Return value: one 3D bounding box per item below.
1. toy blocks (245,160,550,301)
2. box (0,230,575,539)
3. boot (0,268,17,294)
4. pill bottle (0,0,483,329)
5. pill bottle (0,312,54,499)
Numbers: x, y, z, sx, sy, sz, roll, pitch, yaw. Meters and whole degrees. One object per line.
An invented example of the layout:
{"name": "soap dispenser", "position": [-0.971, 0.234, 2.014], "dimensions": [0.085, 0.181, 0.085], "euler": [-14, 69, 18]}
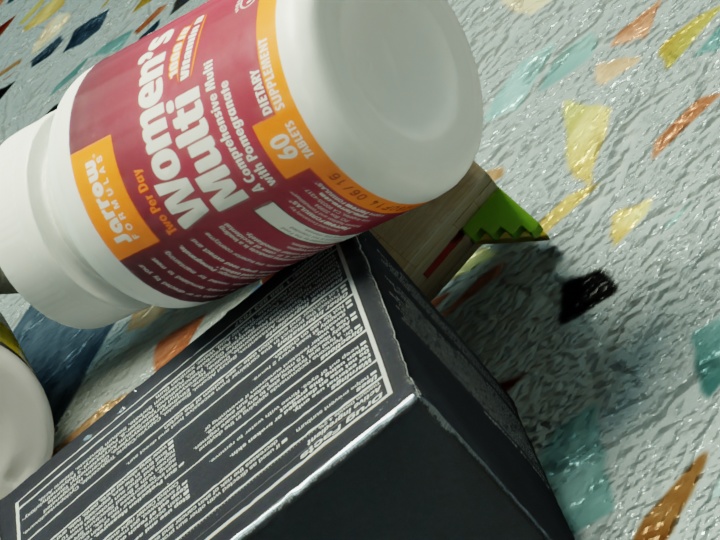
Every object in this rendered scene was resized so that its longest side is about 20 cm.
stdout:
{"name": "toy blocks", "position": [0.000, 0.000, 1.258], "dimensions": [0.137, 0.100, 0.200], "euler": [-49, -8, 1]}
{"name": "box", "position": [-0.031, 0.112, 1.101], "dimensions": [0.200, 0.123, 0.199], "euler": [-39, 19, 8]}
{"name": "boot", "position": [-0.158, -0.011, 1.512], "dimensions": [0.198, 0.073, 0.182], "euler": [0, 18, 8]}
{"name": "pill bottle", "position": [-0.056, -0.049, 1.143], "dimensions": [0.199, 0.110, 0.110], "euler": [-24, 28, 38]}
{"name": "pill bottle", "position": [-0.241, 0.068, 1.589], "dimensions": [0.114, 0.114, 0.200], "euler": [-44, 20, -2]}
